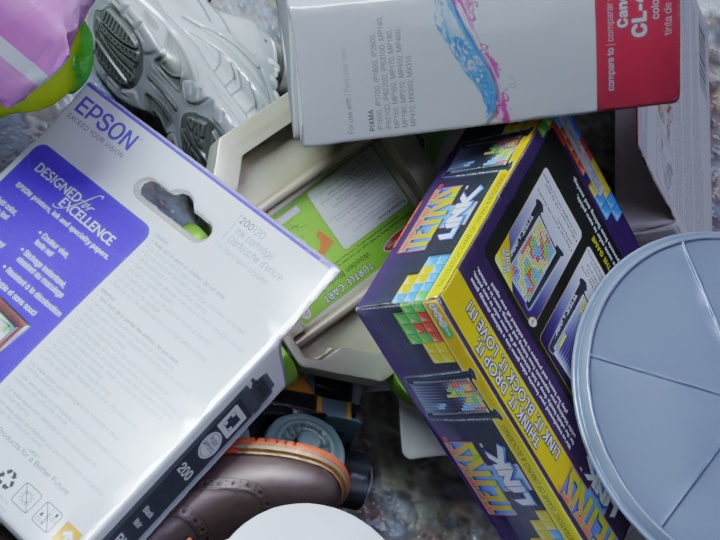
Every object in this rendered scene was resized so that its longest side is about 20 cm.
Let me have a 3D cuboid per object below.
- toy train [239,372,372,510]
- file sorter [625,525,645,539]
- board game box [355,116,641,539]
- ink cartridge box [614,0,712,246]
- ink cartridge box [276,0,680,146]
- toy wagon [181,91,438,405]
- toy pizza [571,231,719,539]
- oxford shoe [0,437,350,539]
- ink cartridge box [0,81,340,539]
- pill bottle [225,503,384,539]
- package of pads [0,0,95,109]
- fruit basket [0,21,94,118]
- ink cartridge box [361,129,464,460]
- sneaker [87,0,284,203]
[{"bbox_3d":[-0.088,0.075,1.085,0.198,0.085,0.115,11,51,-13],"label":"toy train"},{"bbox_3d":[0.254,0.142,1.136,0.199,0.125,0.139,-32,76,-29],"label":"file sorter"},{"bbox_3d":[0.095,0.035,1.064,0.201,0.056,0.166,58,46,-28],"label":"board game box"},{"bbox_3d":[0.173,-0.109,1.220,0.043,0.174,0.202,-9,59,22],"label":"ink cartridge box"},{"bbox_3d":[0.056,-0.144,1.053,0.198,0.086,0.148,-6,34,-4],"label":"ink cartridge box"},{"bbox_3d":[0.000,0.000,1.080,0.155,0.040,0.201,-35,94,-20],"label":"toy wagon"},{"bbox_3d":[0.198,0.075,1.061,0.198,0.032,0.202,9,64,-18],"label":"toy pizza"},{"bbox_3d":[-0.099,0.139,1.010,0.198,0.071,0.073,-16,41,11],"label":"oxford shoe"},{"bbox_3d":[-0.137,0.029,1.017,0.198,0.043,0.200,37,77,29],"label":"ink cartridge box"},{"bbox_3d":[-0.047,0.192,0.963,0.113,0.200,0.115,8,61,-14],"label":"pill bottle"},{"bbox_3d":[-0.206,-0.185,0.970,0.200,0.076,0.121,41,37,-16],"label":"package of pads"},{"bbox_3d":[-0.249,-0.139,1.067,0.214,0.216,0.157,-9,66,-23],"label":"fruit basket"},{"bbox_3d":[0.054,0.006,1.155,0.116,0.067,0.202,-2,83,-20],"label":"ink cartridge box"},{"bbox_3d":[-0.071,-0.101,1.176,0.099,0.078,0.201,-20,63,-35],"label":"sneaker"}]
